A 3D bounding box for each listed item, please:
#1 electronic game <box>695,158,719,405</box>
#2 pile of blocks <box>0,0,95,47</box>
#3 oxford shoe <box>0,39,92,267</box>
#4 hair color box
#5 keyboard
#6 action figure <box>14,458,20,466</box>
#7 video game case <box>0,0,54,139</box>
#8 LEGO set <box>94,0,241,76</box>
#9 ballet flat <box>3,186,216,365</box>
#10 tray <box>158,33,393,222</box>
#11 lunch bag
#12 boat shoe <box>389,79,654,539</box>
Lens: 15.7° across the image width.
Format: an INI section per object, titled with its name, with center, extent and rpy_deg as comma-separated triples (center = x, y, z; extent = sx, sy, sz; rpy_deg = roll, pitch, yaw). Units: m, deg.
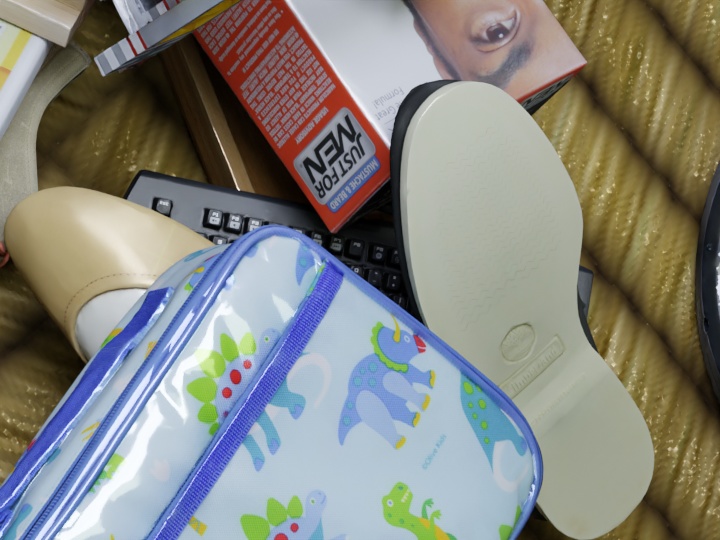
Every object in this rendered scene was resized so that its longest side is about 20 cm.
[electronic game]
center = 0.209, -0.001, 1.048
extent = 0.041, 0.200, 0.201
rpy_deg = 6, 78, -39
[pile of blocks]
center = -0.161, -0.172, 0.969
extent = 0.200, 0.062, 0.082
rpy_deg = 44, 52, 15
[oxford shoe]
center = -0.159, -0.015, 0.991
extent = 0.075, 0.070, 0.201
rpy_deg = 25, 74, -15
[hair color box]
center = -0.017, -0.128, 1.009
extent = 0.111, 0.064, 0.200
rpy_deg = -30, 83, -38
[keyboard]
center = 0.000, 0.000, 1.021
extent = 0.199, 0.040, 0.105
rpy_deg = 11, 78, -17
[action figure]
center = -0.100, 0.135, 0.982
extent = 0.134, 0.149, 0.200
rpy_deg = 47, 51, -11
[video game case]
center = -0.203, -0.109, 0.961
extent = 0.181, 0.023, 0.200
rpy_deg = 24, 50, -2
[LEGO set]
center = -0.062, -0.162, 0.922
extent = 0.200, 0.116, 0.154
rpy_deg = 57, 43, -8
[ballet flat]
center = -0.048, 0.040, 0.969
extent = 0.200, 0.069, 0.063
rpy_deg = 33, 35, -19
[tray]
center = -0.008, -0.037, 1.064
extent = 0.098, 0.037, 0.201
rpy_deg = -21, 87, -20
[lunch bag]
center = -0.043, 0.096, 0.896
extent = 0.161, 0.082, 0.200
rpy_deg = 43, 67, -17
[boat shoe]
center = 0.050, 0.012, 0.972
extent = 0.074, 0.063, 0.202
rpy_deg = -34, 126, -14
